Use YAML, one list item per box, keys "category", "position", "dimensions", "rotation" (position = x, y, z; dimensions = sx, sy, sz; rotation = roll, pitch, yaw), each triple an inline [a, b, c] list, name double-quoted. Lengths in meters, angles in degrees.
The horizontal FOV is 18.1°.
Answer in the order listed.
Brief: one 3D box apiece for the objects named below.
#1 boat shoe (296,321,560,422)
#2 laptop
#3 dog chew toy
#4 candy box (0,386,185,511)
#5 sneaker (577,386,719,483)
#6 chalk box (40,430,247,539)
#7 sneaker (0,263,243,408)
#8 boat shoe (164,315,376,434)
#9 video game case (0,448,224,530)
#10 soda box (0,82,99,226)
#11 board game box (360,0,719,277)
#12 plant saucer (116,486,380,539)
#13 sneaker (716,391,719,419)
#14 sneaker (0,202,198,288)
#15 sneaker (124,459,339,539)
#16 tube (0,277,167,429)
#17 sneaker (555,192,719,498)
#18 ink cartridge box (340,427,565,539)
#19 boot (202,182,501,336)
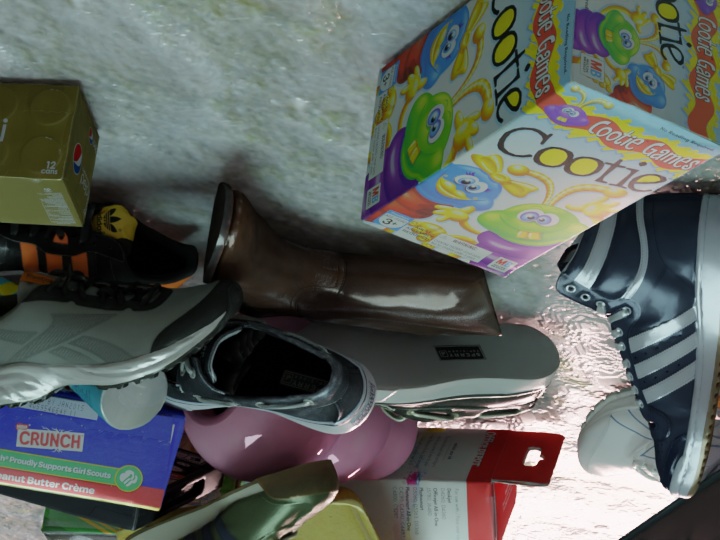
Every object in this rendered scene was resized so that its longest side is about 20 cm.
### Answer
- category: "boat shoe"
  position: [0.041, 0.078, 1.575]
  dimensions: [0.200, 0.071, 0.064]
  rotation: [3, 135, -20]
- category: "laptop"
  position: [0.280, 0.151, 1.562]
  dimensions: [0.116, 0.200, 0.187]
  rotation: [45, 135, -2]
- category: "dog chew toy"
  position: [-0.036, 0.102, 1.642]
  dimensions: [0.124, 0.125, 0.200]
  rotation: [-16, 154, 39]
- category: "candy box"
  position: [-0.222, 0.100, 1.617]
  dimensions: [0.169, 0.077, 0.200]
  rotation: [12, -173, -11]
- category: "sneaker"
  position: [0.237, 0.129, 1.664]
  dimensions: [0.074, 0.087, 0.200]
  rotation: [26, 149, -37]
- category: "chalk box"
  position: [-0.139, 0.179, 1.818]
  dimensions: [0.200, 0.124, 0.124]
  rotation: [2, 153, 7]
- category: "sneaker"
  position: [-0.170, 0.032, 1.429]
  dimensions: [0.200, 0.074, 0.079]
  rotation: [-12, 105, 17]
- category: "boat shoe"
  position: [-0.088, 0.061, 1.504]
  dimensions: [0.200, 0.072, 0.068]
  rotation: [15, 167, 31]
- category: "video game case"
  position: [-0.223, 0.142, 1.686]
  dimensions: [0.200, 0.026, 0.181]
  rotation: [14, -172, 15]
- category: "soda box"
  position: [-0.265, -0.074, 1.381]
  dimensions: [0.200, 0.068, 0.064]
  rotation: [3, 154, 7]
- category: "board game box"
  position: [0.098, -0.089, 1.223]
  dimensions: [0.103, 0.105, 0.200]
  rotation: [20, 151, -26]
- category: "plant saucer"
  position: [-0.055, 0.235, 1.713]
  dimensions: [0.200, 0.048, 0.200]
  rotation: [-9, 129, 21]
- category: "sneaker"
  position: [0.272, 0.071, 1.566]
  dimensions: [0.200, 0.078, 0.112]
  rotation: [11, 178, -38]
- category: "sneaker"
  position: [-0.193, -0.028, 1.471]
  dimensions: [0.090, 0.070, 0.200]
  rotation: [-23, 146, 35]
- category: "sneaker"
  position: [-0.080, 0.201, 1.580]
  dimensions: [0.200, 0.090, 0.067]
  rotation: [-27, 165, 39]
- category: "tube"
  position: [-0.203, 0.046, 1.552]
  dimensions: [0.200, 0.050, 0.077]
  rotation: [33, 175, 47]
- category: "sneaker"
  position: [0.175, 0.044, 1.428]
  dimensions: [0.108, 0.200, 0.070]
  rotation: [6, -162, 9]
- category: "ink cartridge box"
  position: [0.054, 0.170, 1.751]
  dimensions: [0.200, 0.067, 0.116]
  rotation: [1, -163, 12]
- category: "boot"
  position: [0.000, 0.000, 1.475]
  dimensions: [0.200, 0.064, 0.186]
  rotation: [10, 168, 1]
